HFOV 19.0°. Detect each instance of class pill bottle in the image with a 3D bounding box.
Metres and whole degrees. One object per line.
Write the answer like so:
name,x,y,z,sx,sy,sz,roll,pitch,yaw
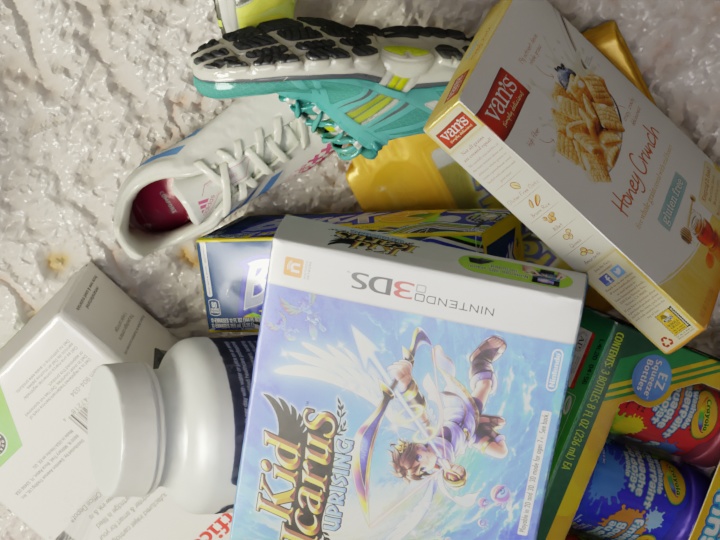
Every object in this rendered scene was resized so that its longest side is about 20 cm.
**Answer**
pill bottle,-0.066,0.096,1.360,0.199,0.111,0.111,-1,118,-22

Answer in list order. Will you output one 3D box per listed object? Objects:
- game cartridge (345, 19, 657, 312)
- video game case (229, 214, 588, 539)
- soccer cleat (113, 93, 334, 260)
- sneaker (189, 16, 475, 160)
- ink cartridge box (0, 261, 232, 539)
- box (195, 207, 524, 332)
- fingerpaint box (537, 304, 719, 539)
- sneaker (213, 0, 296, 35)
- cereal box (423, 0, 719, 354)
game cartridge,0.109,-0.042,1.380,0.199,0.032,0.177,-24,109,16
video game case,0.025,0.082,1.253,0.180,0.045,0.201,11,111,6
soccer cleat,-0.074,-0.069,1.361,0.200,0.086,0.070,-34,106,20
sneaker,-0.006,-0.104,1.288,0.199,0.078,0.080,3,112,-22
ink cartridge box,-0.164,0.119,1.460,0.200,0.084,0.145,43,113,-12
box,0.000,0.000,1.360,0.199,0.070,0.065,-2,104,25
fingerpaint box,0.171,0.141,1.365,0.166,0.073,0.201,22,93,-28
sneaker,-0.047,-0.212,1.295,0.076,0.075,0.201,4,113,6
cereal box,0.138,-0.063,1.270,0.200,0.144,0.039,42,130,-12
